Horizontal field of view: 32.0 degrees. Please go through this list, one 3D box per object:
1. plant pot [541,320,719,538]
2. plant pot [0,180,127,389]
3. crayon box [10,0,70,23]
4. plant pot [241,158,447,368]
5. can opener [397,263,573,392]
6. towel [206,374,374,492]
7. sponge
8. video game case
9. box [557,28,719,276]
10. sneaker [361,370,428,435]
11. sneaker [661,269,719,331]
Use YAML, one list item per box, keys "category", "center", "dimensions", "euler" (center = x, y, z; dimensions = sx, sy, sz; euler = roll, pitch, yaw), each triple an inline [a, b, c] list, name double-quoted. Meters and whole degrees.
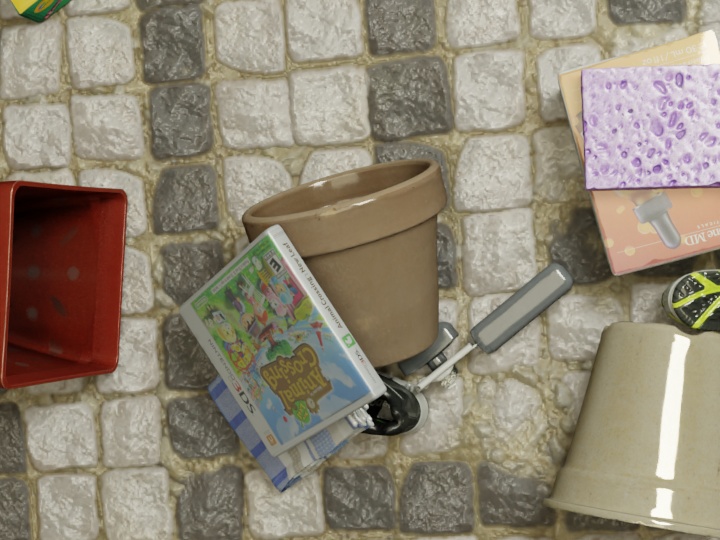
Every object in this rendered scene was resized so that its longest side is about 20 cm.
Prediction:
- category: "plant pot"
  center: [0.285, 0.149, 1.189]
  dimensions: [0.200, 0.200, 0.184]
  euler: [9, 82, 11]
- category: "plant pot"
  center: [-0.376, 0.007, 1.307]
  dimensions: [0.176, 0.200, 0.200]
  euler: [4, 92, 21]
- category: "crayon box"
  center: [-0.309, -0.373, 1.341]
  dimensions: [0.200, 0.058, 0.119]
  euler: [-34, 85, 10]
- category: "plant pot"
  center: [0.000, 0.000, 1.237]
  dimensions: [0.200, 0.200, 0.175]
  euler: [-12, 103, 11]
- category: "can opener"
  center: [0.125, 0.055, 1.273]
  dimensions: [0.200, 0.053, 0.066]
  euler: [-36, 84, 10]
- category: "towel"
  center: [-0.078, 0.135, 1.272]
  dimensions: [0.147, 0.024, 0.200]
  euler: [53, 139, 7]
- category: "sponge"
  center: [0.301, -0.130, 1.136]
  dimensions: [0.200, 0.030, 0.112]
  euler: [-1, 91, 11]
- category: "video game case"
  center: [-0.081, 0.074, 1.203]
  dimensions: [0.182, 0.022, 0.200]
  euler: [57, 140, 3]
- category: "box"
  center: [0.289, -0.110, 1.209]
  dimensions: [0.152, 0.106, 0.200]
  euler: [-16, 88, 11]
- category: "sneaker"
  center: [-0.029, 0.118, 1.285]
  dimensions: [0.200, 0.090, 0.067]
  euler: [22, 98, 9]
- category: "sneaker"
  center: [0.389, 0.029, 1.216]
  dimensions: [0.200, 0.076, 0.075]
  euler: [9, 91, -8]
